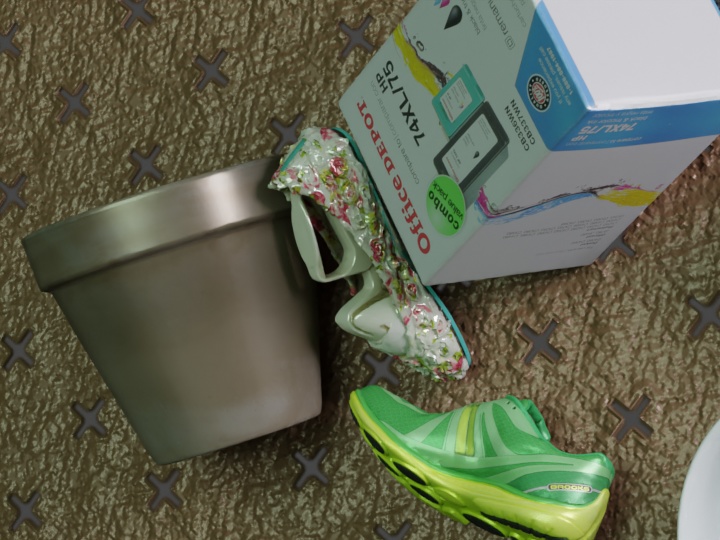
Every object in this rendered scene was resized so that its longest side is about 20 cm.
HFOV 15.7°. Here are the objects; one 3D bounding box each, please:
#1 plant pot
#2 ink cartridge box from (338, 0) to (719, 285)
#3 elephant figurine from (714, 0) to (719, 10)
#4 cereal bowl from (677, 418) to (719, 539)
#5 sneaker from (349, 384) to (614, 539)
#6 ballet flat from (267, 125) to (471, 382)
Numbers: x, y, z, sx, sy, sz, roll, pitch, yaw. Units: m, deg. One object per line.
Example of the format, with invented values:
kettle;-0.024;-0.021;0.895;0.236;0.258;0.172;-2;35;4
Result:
plant pot;-0.105;0.031;1.745;0.200;0.200;0.174;-18;90;24
ink cartridge box;0.113;-0.107;1.620;0.200;0.146;0.147;-49;58;46
elephant figurine;0.246;-0.220;1.639;0.141;0.155;0.200;8;96;-14
cereal bowl;0.291;0.157;1.543;0.200;0.083;0.201;1;92;33
sneaker;0.080;0.119;1.690;0.200;0.074;0.084;24;67;32
ballet flat;0.000;0.000;1.695;0.064;0.200;0.076;-37;18;-23
